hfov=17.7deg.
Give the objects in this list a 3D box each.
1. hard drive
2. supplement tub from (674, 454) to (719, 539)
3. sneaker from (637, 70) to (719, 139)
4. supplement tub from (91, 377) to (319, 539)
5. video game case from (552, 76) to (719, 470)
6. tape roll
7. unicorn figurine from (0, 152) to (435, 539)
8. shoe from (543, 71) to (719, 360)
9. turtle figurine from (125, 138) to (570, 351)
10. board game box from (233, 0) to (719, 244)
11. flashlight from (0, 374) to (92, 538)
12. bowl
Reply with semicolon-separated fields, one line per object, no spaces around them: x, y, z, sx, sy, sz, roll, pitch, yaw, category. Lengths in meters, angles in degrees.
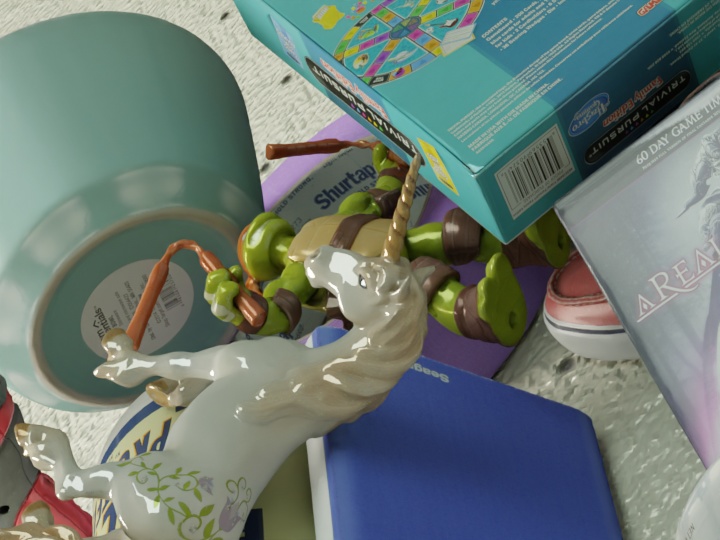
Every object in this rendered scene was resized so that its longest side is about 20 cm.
0.045;0.106;0.893;0.200;0.131;0.025;-98;32;-56;hard drive
0.173;0.135;0.687;0.122;0.123;0.200;-39;29;13;supplement tub
0.178;-0.117;1.022;0.200;0.076;0.091;-51;40;14;sneaker
-0.038;0.144;0.938;0.145;0.145;0.200;-36;29;18;supplement tub
0.173;0.012;0.855;0.143;0.019;0.200;-37;60;16;video game case
0.003;0.004;1.149;0.200;0.066;0.200;-32;32;23;tape roll
-0.053;0.054;0.886;0.137;0.074;0.201;5;59;37;unicorn figurine
0.140;-0.028;0.974;0.200;0.091;0.072;-19;38;41;shoe
0.000;0.000;1.014;0.161;0.065;0.200;5;28;31;turtle figurine
0.055;-0.118;0.999;0.151;0.047;0.200;-38;47;-10;board game box
-0.136;0.114;1.049;0.068;0.200;0.068;-41;28;10;flashlight
-0.122;-0.012;1.101;0.201;0.201;0.105;-44;47;5;bowl
